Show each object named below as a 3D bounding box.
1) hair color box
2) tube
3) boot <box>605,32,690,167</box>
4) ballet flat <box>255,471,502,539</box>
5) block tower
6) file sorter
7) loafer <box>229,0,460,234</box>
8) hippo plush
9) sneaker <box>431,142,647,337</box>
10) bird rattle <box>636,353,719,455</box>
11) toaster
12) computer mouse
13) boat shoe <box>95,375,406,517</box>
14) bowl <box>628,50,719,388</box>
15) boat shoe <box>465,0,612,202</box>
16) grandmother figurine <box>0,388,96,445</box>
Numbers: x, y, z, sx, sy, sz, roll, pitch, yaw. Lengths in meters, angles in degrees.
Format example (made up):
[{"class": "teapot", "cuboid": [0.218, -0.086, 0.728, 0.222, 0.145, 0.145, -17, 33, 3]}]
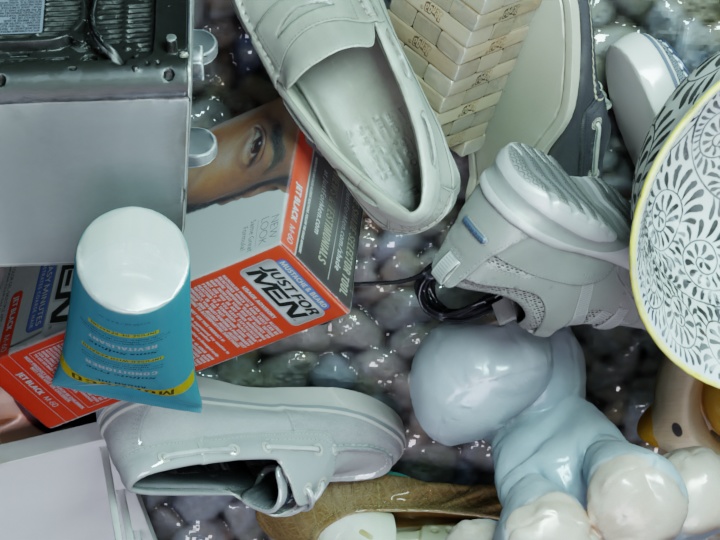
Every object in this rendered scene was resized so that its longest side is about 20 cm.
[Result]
[{"class": "hair color box", "cuboid": [-0.094, -0.006, 1.319, 0.199, 0.111, 0.064, -21, 131, 29]}, {"class": "tube", "cuboid": [-0.110, 0.029, 1.223, 0.077, 0.051, 0.200, 15, 159, 0]}, {"class": "boot", "cuboid": [0.199, -0.056, 1.359, 0.090, 0.073, 0.201, -30, 123, -7]}, {"class": "ballet flat", "cuboid": [0.039, 0.160, 1.507, 0.199, 0.073, 0.068, 5, 130, -6]}, {"class": "block tower", "cuboid": [0.056, -0.145, 1.265, 0.058, 0.054, 0.201, -23, 144, -42]}, {"class": "file sorter", "cuboid": [-0.179, 0.201, 1.458, 0.138, 0.125, 0.200, -14, 143, -1]}, {"class": "loafer", "cuboid": [-0.014, -0.109, 1.244, 0.070, 0.070, 0.201, -33, 88, 5]}, {"class": "hippo plush", "cuboid": [0.114, 0.085, 1.393, 0.159, 0.162, 0.200, -28, 164, 32]}, {"class": "sneaker", "cuboid": [0.101, -0.003, 1.309, 0.082, 0.075, 0.200, -44, 143, 14]}, {"class": "bird rattle", "cuboid": [0.247, 0.077, 1.441, 0.162, 0.113, 0.201, 28, 121, -3]}, {"class": "toaster", "cuboid": [-0.168, -0.099, 1.222, 0.199, 0.181, 0.119, -2, 130, -2]}, {"class": "computer mouse", "cuboid": [0.000, 0.000, 1.379, 0.199, 0.034, 0.059, -1, 118, 19]}, {"class": "boat shoe", "cuboid": [-0.053, 0.103, 1.428, 0.199, 0.069, 0.072, 15, 140, -42]}, {"class": "bowl", "cuboid": [0.209, -0.048, 1.265, 0.199, 0.094, 0.202, -8, 122, -13]}, {"class": "boat shoe", "cuboid": [0.097, -0.078, 1.345, 0.063, 0.072, 0.201, -27, 134, -38]}, {"class": "grandmother figurine", "cuboid": [-0.182, 0.073, 1.437, 0.199, 0.061, 0.121, -23, 148, 17]}]
